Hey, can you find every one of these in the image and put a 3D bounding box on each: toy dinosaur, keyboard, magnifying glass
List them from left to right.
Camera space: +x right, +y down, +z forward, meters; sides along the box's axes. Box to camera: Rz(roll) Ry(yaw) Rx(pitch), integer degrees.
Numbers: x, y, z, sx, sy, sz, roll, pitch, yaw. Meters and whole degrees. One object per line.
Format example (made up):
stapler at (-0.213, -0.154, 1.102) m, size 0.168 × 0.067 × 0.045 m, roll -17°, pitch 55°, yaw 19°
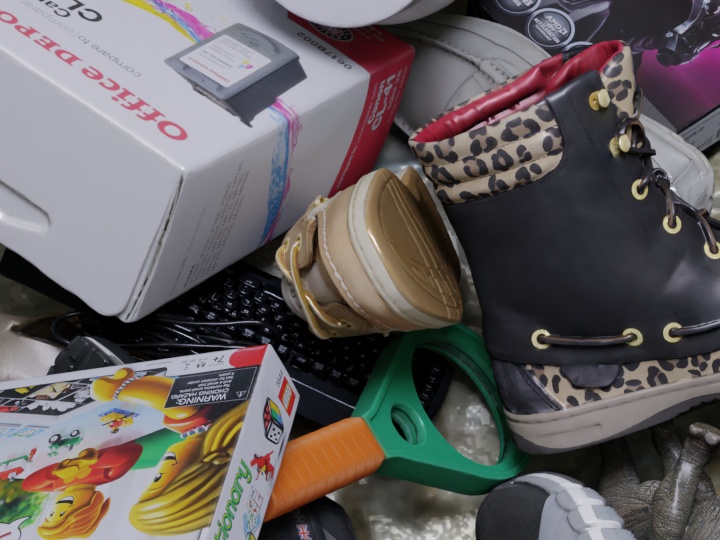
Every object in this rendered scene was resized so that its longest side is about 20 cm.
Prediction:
keyboard at (-0.055, 0.017, 1.070) m, size 0.200 × 0.040 × 0.104 m, roll 24°, pitch 36°, yaw 2°
magnifying glass at (0.011, 0.068, 1.019) m, size 0.200 × 0.022 × 0.080 m, roll -17°, pitch 74°, yaw -57°
toy dinosaur at (0.143, 0.115, 1.027) m, size 0.200 × 0.077 × 0.102 m, roll 23°, pitch 102°, yaw 28°

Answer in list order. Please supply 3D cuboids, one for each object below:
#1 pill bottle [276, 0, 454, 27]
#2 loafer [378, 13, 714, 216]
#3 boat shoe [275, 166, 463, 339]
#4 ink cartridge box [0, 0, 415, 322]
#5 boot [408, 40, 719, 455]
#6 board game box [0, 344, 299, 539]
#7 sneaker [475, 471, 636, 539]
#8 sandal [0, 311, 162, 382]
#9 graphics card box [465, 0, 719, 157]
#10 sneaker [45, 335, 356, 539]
pill bottle at (0.020, -0.176, 1.130) m, size 0.114 × 0.114 × 0.200 m, roll 21°, pitch 21°, yaw 11°
loafer at (0.068, -0.063, 1.121) m, size 0.200 × 0.070 × 0.070 m, roll 28°, pitch 34°, yaw 35°
boat shoe at (0.000, 0.000, 1.046) m, size 0.069 × 0.200 × 0.074 m, roll -26°, pitch 90°, yaw 7°
ink cartridge box at (-0.090, -0.076, 1.087) m, size 0.148 × 0.086 × 0.200 m, roll 33°, pitch 31°, yaw 15°
boot at (0.129, -0.023, 1.014) m, size 0.200 × 0.151 × 0.073 m, roll -22°, pitch 16°, yaw 12°
board game box at (-0.130, 0.094, 0.925) m, size 0.200 × 0.035 × 0.126 m, roll -9°, pitch 40°, yaw 23°
sneaker at (0.060, 0.146, 0.965) m, size 0.115 × 0.075 × 0.200 m, roll -8°, pitch 28°, yaw -21°
sandal at (-0.131, 0.046, 1.075) m, size 0.200 × 0.054 × 0.080 m, roll 13°, pitch 59°, yaw 6°
graphics card box at (0.164, -0.129, 1.198) m, size 0.200 × 0.051 × 0.125 m, roll -32°, pitch 66°, yaw -18°
sneaker at (-0.054, 0.105, 0.999) m, size 0.088 × 0.076 × 0.200 m, roll -1°, pitch 42°, yaw -48°
